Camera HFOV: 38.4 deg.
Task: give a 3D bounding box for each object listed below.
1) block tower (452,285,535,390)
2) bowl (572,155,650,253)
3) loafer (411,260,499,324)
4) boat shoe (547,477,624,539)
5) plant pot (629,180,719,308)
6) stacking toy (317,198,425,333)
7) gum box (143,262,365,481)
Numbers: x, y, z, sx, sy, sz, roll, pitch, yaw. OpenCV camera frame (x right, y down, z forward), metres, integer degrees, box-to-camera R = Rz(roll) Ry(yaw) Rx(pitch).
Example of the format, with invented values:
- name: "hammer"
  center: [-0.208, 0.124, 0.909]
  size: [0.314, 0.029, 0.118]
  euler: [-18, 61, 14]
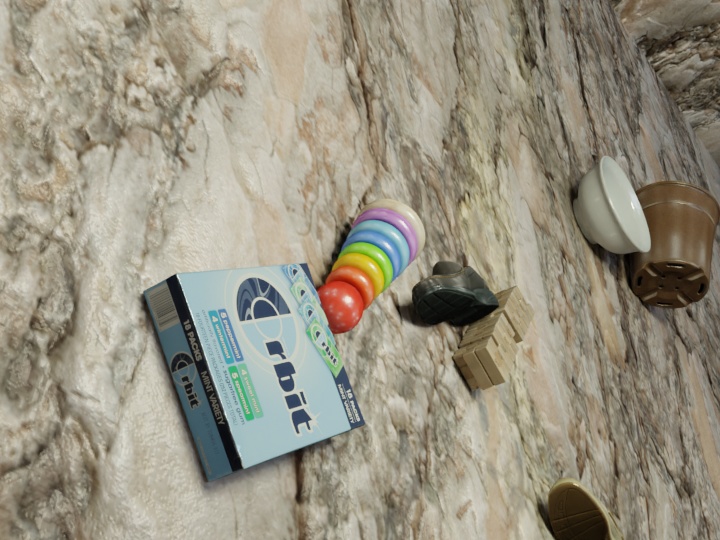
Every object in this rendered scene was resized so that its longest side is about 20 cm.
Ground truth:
- name: "block tower"
  center: [0.178, 0.085, 1.366]
  size: [0.058, 0.054, 0.200]
  euler: [60, 28, -10]
- name: "bowl"
  center: [0.467, -0.110, 1.969]
  size: [0.201, 0.090, 0.201]
  euler: [40, 36, -38]
- name: "loafer"
  center: [0.107, 0.023, 1.290]
  size: [0.072, 0.073, 0.200]
  euler: [64, 17, 17]
- name: "boat shoe"
  center: [0.303, 0.339, 1.368]
  size: [0.200, 0.072, 0.065]
  euler: [54, 21, -24]
- name: "plant pot"
  center: [0.630, -0.044, 2.101]
  size: [0.200, 0.200, 0.198]
  euler: [45, 41, -32]
- name: "stacking toy"
  center: [0.000, 0.000, 1.121]
  size: [0.085, 0.085, 0.200]
  euler: [57, 35, -14]
- name: "gum box"
  center: [-0.089, 0.082, 0.929]
  size: [0.200, 0.045, 0.170]
  euler: [-7, 74, -60]
